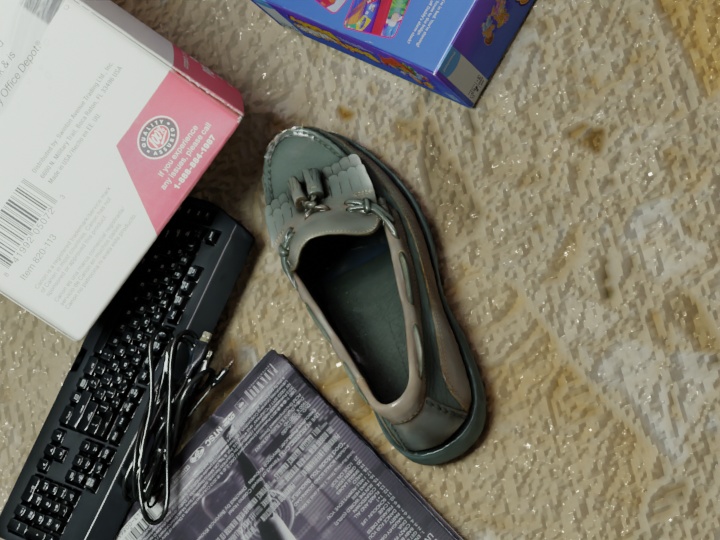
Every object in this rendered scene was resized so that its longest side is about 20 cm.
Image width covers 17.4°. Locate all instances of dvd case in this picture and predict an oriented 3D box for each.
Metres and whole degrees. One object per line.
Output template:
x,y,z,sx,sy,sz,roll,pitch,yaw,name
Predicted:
-0.031,0.152,1.123,0.149,0.016,0.200,-48,55,3,dvd case

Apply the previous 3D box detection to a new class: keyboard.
-0.118,0.052,1.187,0.104,0.040,0.200,15,77,40,keyboard

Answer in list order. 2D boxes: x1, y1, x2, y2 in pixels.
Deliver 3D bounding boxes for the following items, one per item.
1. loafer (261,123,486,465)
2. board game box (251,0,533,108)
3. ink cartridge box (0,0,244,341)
0.000,0.000,1.139,0.072,0.063,0.200,-35,58,12,loafer
0.046,-0.198,1.204,0.134,0.045,0.200,27,85,34,board game box
-0.180,-0.084,1.181,0.147,0.200,0.083,-53,14,9,ink cartridge box
